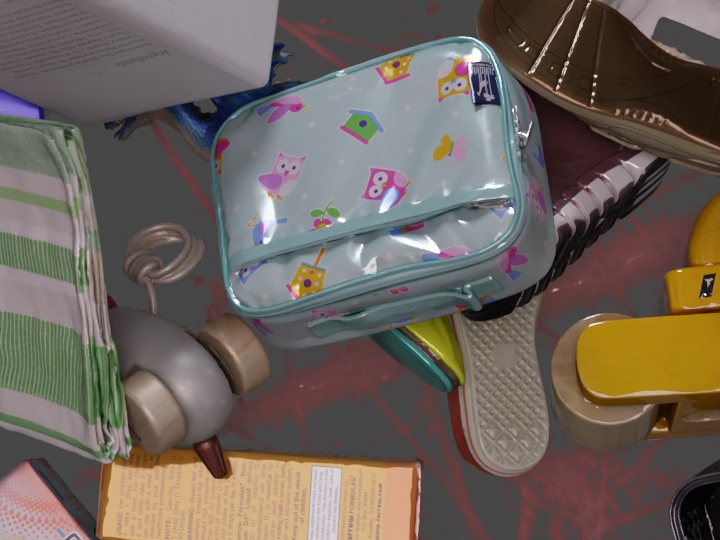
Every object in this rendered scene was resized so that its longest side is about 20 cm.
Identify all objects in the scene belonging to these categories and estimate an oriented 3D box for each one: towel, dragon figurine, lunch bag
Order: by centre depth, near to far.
[{"bbox_3d":[0.014,-0.042,1.498,0.200,0.077,0.160,-16,57,17],"label":"lunch bag"},{"bbox_3d":[-0.192,0.008,1.523,0.023,0.153,0.200,-15,103,-31],"label":"towel"},{"bbox_3d":[-0.064,-0.111,1.615,0.200,0.059,0.099,-23,87,3],"label":"dragon figurine"}]

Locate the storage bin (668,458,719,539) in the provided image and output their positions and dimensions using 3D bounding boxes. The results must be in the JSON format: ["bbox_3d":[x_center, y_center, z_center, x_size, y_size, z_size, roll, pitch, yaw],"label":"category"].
[{"bbox_3d":[0.301,0.167,1.542,0.200,0.094,0.135,-15,89,21],"label":"storage bin"}]

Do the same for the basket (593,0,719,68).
[{"bbox_3d":[0.230,-0.197,1.528,0.136,0.200,0.123,27,69,4],"label":"basket"}]

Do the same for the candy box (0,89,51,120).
[{"bbox_3d":[-0.284,-0.143,1.619,0.169,0.077,0.200,-5,86,1],"label":"candy box"}]

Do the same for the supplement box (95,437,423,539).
[{"bbox_3d":[-0.062,0.143,1.602,0.200,0.067,0.069,2,88,2],"label":"supplement box"}]

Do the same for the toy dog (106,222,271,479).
[{"bbox_3d":[-0.132,0.064,1.579,0.132,0.200,0.096,-19,122,-11],"label":"toy dog"}]

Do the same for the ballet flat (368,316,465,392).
[{"bbox_3d":[0.000,0.000,1.582,0.200,0.067,0.067,32,74,30],"label":"ballet flat"}]

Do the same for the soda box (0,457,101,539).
[{"bbox_3d":[-0.168,0.213,1.607,0.068,0.064,0.200,-40,86,1],"label":"soda box"}]

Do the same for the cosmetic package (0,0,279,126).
[{"bbox_3d":[-0.167,-0.202,1.505,0.165,0.200,0.165,-9,66,40],"label":"cosmetic package"}]

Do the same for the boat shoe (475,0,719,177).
[{"bbox_3d":[0.159,-0.108,1.554,0.200,0.065,0.072,22,68,-1],"label":"boat shoe"}]

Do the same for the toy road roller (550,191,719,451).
[{"bbox_3d":[0.211,0.025,1.571,0.200,0.123,0.146,-7,73,2],"label":"toy road roller"}]

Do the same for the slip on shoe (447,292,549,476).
[{"bbox_3d":[0.079,0.033,1.603,0.074,0.061,0.200,1,75,-19],"label":"slip on shoe"}]

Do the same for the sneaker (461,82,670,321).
[{"bbox_3d":[0.096,-0.055,1.578,0.116,0.076,0.200,43,53,15],"label":"sneaker"}]
